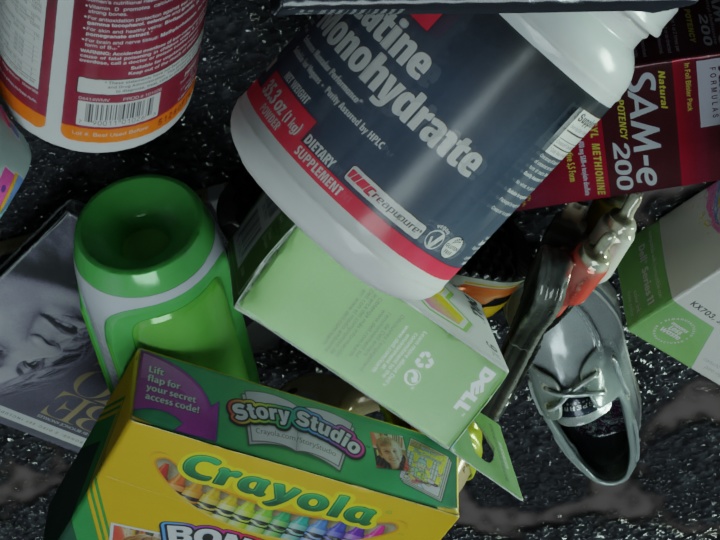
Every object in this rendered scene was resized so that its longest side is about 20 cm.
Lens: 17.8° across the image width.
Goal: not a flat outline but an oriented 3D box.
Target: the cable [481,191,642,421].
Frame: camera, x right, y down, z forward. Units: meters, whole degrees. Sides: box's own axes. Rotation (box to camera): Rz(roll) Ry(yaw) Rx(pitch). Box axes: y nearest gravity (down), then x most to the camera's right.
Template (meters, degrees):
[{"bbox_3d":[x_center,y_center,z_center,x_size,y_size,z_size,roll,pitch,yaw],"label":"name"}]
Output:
[{"bbox_3d":[0.113,0.033,1.352,0.050,0.097,0.201,22,130,5],"label":"cable"}]

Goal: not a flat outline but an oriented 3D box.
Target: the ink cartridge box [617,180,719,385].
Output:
[{"bbox_3d":[0.266,-0.013,1.380,0.117,0.068,0.200,28,132,-33],"label":"ink cartridge box"}]

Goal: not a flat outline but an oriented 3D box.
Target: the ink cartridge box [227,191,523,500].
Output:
[{"bbox_3d":[0.023,0.034,1.268,0.199,0.104,0.059,35,102,-16],"label":"ink cartridge box"}]

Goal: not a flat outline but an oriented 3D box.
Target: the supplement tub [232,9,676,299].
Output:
[{"bbox_3d":[0.045,-0.099,1.144,0.200,0.141,0.140,-47,129,10],"label":"supplement tub"}]

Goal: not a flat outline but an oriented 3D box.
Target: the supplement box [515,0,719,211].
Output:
[{"bbox_3d":[0.113,-0.092,1.277,0.198,0.061,0.109,-9,141,6],"label":"supplement box"}]

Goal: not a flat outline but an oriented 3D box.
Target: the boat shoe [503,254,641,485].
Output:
[{"bbox_3d":[0.142,0.068,1.469,0.070,0.072,0.201,-14,139,14],"label":"boat shoe"}]

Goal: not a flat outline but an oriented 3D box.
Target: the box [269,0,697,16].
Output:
[{"bbox_3d":[0.050,-0.213,1.000,0.181,0.202,0.104,-2,-176,-4],"label":"box"}]

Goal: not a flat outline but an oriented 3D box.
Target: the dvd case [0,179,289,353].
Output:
[{"bbox_3d":[-0.140,0.017,1.429,0.199,0.016,0.149,-14,140,13],"label":"dvd case"}]

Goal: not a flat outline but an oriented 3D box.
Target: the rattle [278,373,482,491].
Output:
[{"bbox_3d":[-0.032,0.084,1.431,0.199,0.131,0.143,18,167,32],"label":"rattle"}]

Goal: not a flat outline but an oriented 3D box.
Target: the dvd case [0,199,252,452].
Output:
[{"bbox_3d":[-0.172,0.042,1.420,0.148,0.016,0.200,25,134,-31],"label":"dvd case"}]

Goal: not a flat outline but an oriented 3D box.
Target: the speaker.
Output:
[{"bbox_3d":[-0.109,0.037,1.329,0.088,0.089,0.201,-6,140,4],"label":"speaker"}]

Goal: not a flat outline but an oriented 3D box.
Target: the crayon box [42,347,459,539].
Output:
[{"bbox_3d":[-0.066,0.140,1.338,0.199,0.059,0.173,17,139,-16],"label":"crayon box"}]

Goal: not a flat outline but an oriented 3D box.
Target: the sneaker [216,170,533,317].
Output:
[{"bbox_3d":[0.000,0.000,1.372,0.199,0.070,0.090,10,138,-21],"label":"sneaker"}]

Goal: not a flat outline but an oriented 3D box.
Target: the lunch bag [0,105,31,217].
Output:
[{"bbox_3d":[-0.277,-0.056,1.183,0.199,0.161,0.077,20,158,32],"label":"lunch bag"}]

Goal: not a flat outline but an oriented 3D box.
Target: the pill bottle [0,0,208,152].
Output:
[{"bbox_3d":[-0.125,-0.161,1.132,0.109,0.110,0.201,4,141,-9],"label":"pill bottle"}]
